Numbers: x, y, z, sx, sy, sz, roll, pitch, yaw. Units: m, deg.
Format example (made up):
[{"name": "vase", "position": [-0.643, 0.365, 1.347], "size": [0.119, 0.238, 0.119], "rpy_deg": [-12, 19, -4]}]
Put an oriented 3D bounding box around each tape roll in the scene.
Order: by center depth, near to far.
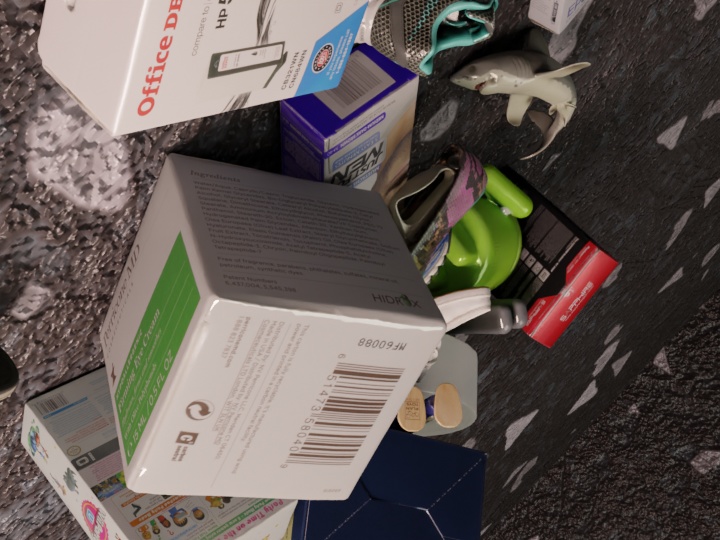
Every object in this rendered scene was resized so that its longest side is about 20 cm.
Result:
[{"name": "tape roll", "position": [0.032, 0.127, 1.213], "size": [0.203, 0.198, 0.072], "rpy_deg": [64, 27, -65]}]

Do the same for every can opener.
[{"name": "can opener", "position": [0.104, 0.063, 1.220], "size": [0.052, 0.068, 0.198], "rpy_deg": [-17, -176, -42]}]

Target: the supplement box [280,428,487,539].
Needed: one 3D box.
[{"name": "supplement box", "position": [-0.013, 0.237, 1.076], "size": [0.197, 0.137, 0.199], "rpy_deg": [18, 158, -27]}]

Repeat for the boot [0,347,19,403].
[{"name": "boot", "position": [-0.340, 0.118, 0.718], "size": [0.202, 0.074, 0.155], "rpy_deg": [-9, 139, -49]}]

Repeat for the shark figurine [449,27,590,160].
[{"name": "shark figurine", "position": [0.187, -0.200, 1.120], "size": [0.126, 0.091, 0.214], "rpy_deg": [-19, 158, 24]}]

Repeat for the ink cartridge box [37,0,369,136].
[{"name": "ink cartridge box", "position": [-0.084, -0.179, 0.670], "size": [0.198, 0.084, 0.147], "rpy_deg": [-23, 148, -44]}]

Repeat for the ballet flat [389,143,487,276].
[{"name": "ballet flat", "position": [0.041, -0.033, 0.991], "size": [0.201, 0.069, 0.071], "rpy_deg": [-53, 128, -9]}]

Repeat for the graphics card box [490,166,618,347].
[{"name": "graphics card box", "position": [0.195, -0.019, 1.257], "size": [0.050, 0.200, 0.126], "rpy_deg": [27, 106, -39]}]

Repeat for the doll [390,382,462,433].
[{"name": "doll", "position": [0.024, 0.154, 1.115], "size": [0.134, 0.049, 0.200], "rpy_deg": [-1, 165, -23]}]

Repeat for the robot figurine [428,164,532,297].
[{"name": "robot figurine", "position": [0.108, -0.028, 1.181], "size": [0.175, 0.116, 0.199], "rpy_deg": [-44, 166, 22]}]

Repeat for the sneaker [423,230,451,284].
[{"name": "sneaker", "position": [0.000, 0.000, 1.059], "size": [0.198, 0.090, 0.079], "rpy_deg": [-31, -170, 8]}]

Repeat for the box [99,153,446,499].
[{"name": "box", "position": [-0.077, 0.048, 0.851], "size": [0.197, 0.173, 0.201], "rpy_deg": [9, 126, -29]}]

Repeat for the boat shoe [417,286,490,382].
[{"name": "boat shoe", "position": [0.049, 0.079, 1.089], "size": [0.197, 0.070, 0.071], "rpy_deg": [-25, 167, 3]}]

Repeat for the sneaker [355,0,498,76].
[{"name": "sneaker", "position": [0.085, -0.224, 0.879], "size": [0.199, 0.091, 0.078], "rpy_deg": [-40, 157, -17]}]

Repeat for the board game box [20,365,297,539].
[{"name": "board game box", "position": [-0.172, 0.172, 0.920], "size": [0.146, 0.200, 0.065], "rpy_deg": [-24, 149, -40]}]

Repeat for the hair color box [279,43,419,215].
[{"name": "hair color box", "position": [-0.012, -0.092, 0.957], "size": [0.109, 0.065, 0.201], "rpy_deg": [-37, 156, -24]}]

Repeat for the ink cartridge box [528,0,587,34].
[{"name": "ink cartridge box", "position": [0.222, -0.342, 0.946], "size": [0.200, 0.040, 0.201], "rpy_deg": [-51, 159, -22]}]
